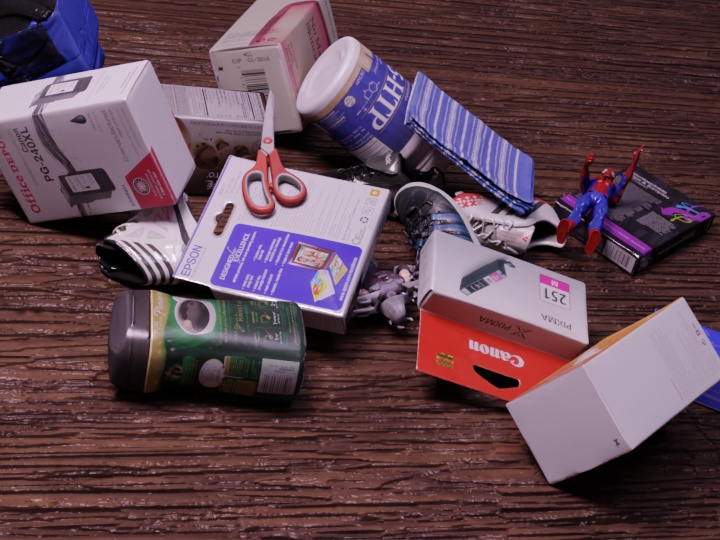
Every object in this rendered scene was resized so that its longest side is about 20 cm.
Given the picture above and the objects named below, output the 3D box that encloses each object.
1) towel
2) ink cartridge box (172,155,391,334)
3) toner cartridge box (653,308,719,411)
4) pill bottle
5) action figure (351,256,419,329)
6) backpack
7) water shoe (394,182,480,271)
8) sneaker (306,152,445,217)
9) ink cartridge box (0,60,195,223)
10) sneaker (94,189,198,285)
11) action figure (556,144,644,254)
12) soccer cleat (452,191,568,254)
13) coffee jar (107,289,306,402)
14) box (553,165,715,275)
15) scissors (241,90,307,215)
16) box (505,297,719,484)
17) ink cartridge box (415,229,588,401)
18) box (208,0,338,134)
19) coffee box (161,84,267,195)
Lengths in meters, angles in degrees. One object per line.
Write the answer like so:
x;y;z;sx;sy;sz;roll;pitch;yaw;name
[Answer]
0.144;-0.164;1.700;0.199;0.024;0.145;37;30;-13;towel
-0.085;-0.032;1.503;0.198;0.044;0.199;13;51;9;ink cartridge box
0.423;0.119;1.558;0.198;0.044;0.095;22;35;10;toner cartridge box
0.026;-0.198;1.740;0.199;0.120;0.120;34;28;-23;pill bottle
0.000;0.000;1.557;0.129;0.070;0.200;-6;43;-38;action figure
-0.431;-0.263;1.683;0.198;0.169;0.163;-20;32;8;backpack
0.095;-0.031;1.589;0.079;0.072;0.200;-3;47;-50;water shoe
0.018;-0.114;1.694;0.198;0.091;0.067;9;34;-7;sneaker
-0.307;-0.140;1.504;0.198;0.146;0.084;-7;38;21;ink cartridge box
-0.255;-0.057;1.533;0.114;0.076;0.201;-6;42;-29;sneaker
0.309;-0.108;1.723;0.065;0.100;0.200;21;30;10;action figure
0.172;-0.054;1.689;0.198;0.069;0.085;-3;34;-30;soccer cleat
-0.159;0.077;1.373;0.198;0.086;0.105;6;39;-13;coffee jar
0.370;-0.073;1.811;0.143;0.036;0.199;37;42;29;box
-0.114;-0.141;1.560;0.072;0.014;0.201;-11;51;-9;scissors
0.270;0.124;1.402;0.199;0.124;0.098;-26;84;-43;box
0.158;0.060;1.484;0.198;0.044;0.175;19;45;-14;ink cartridge box
-0.109;-0.284;1.827;0.108;0.129;0.201;-3;31;21;box
-0.217;-0.161;1.658;0.198;0.114;0.080;3;36;-17;coffee box
